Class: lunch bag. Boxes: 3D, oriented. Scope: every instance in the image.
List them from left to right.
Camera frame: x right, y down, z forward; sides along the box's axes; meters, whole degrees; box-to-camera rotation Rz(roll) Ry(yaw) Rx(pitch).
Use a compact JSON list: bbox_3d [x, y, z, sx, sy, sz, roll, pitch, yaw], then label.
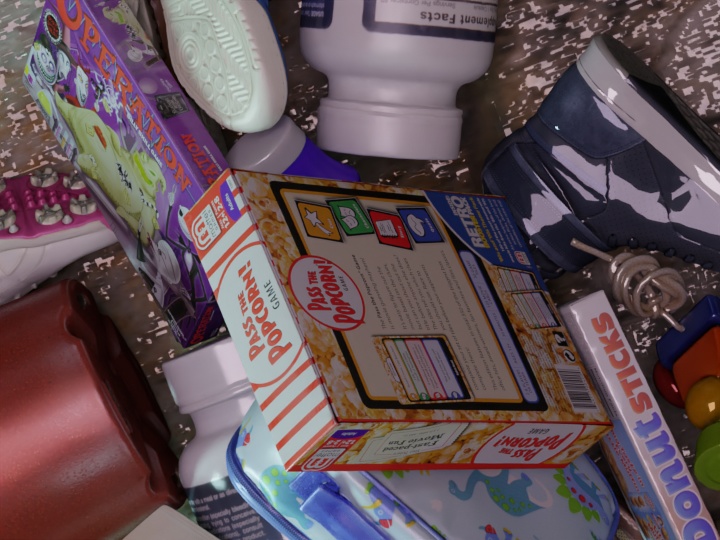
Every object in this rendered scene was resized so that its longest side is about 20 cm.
[{"bbox_3d":[0.033,0.114,1.156,0.200,0.161,0.082,40,121,-3],"label":"lunch bag"}]

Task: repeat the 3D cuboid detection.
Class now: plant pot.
[{"bbox_3d":[-0.218,0.112,1.271,0.195,0.201,0.201,-27,90,3],"label":"plant pot"}]

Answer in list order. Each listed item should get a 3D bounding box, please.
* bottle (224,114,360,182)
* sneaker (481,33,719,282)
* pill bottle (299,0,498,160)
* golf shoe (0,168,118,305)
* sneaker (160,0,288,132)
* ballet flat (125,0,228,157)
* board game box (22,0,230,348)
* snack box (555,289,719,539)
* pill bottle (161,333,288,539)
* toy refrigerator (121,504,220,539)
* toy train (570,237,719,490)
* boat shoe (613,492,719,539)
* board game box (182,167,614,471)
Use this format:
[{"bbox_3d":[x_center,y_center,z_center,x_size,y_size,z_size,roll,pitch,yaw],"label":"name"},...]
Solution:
[{"bbox_3d":[0.000,0.000,1.240,0.083,0.065,0.200,-38,116,4],"label":"bottle"},{"bbox_3d":[0.159,-0.016,1.249,0.202,0.077,0.146,43,109,-4],"label":"sneaker"},{"bbox_3d":[0.023,-0.165,1.238,0.111,0.111,0.200,6,96,9],"label":"pill bottle"},{"bbox_3d":[-0.228,-0.002,1.326,0.200,0.075,0.092,-13,123,4],"label":"golf shoe"},{"bbox_3d":[-0.063,-0.162,1.236,0.200,0.111,0.077,58,133,28],"label":"sneaker"},{"bbox_3d":[-0.128,-0.114,1.293,0.067,0.062,0.200,-16,92,11],"label":"ballet flat"},{"bbox_3d":[-0.125,-0.068,1.242,0.200,0.032,0.120,57,144,19],"label":"board game box"},{"bbox_3d":[0.156,0.108,1.195,0.024,0.072,0.200,-25,88,-11],"label":"snack box"},{"bbox_3d":[-0.036,0.129,1.268,0.119,0.120,0.200,-23,91,11],"label":"pill bottle"},{"bbox_3d":[-0.124,0.234,1.262,0.070,0.076,0.200,31,135,20],"label":"toy refrigerator"},{"bbox_3d":[0.192,0.068,1.190,0.200,0.116,0.085,27,129,-18],"label":"toy train"},{"bbox_3d":[0.179,0.165,1.264,0.075,0.075,0.202,-42,95,3],"label":"boat shoe"},{"bbox_3d":[0.022,0.027,1.125,0.046,0.200,0.152,-45,56,35],"label":"board game box"}]
